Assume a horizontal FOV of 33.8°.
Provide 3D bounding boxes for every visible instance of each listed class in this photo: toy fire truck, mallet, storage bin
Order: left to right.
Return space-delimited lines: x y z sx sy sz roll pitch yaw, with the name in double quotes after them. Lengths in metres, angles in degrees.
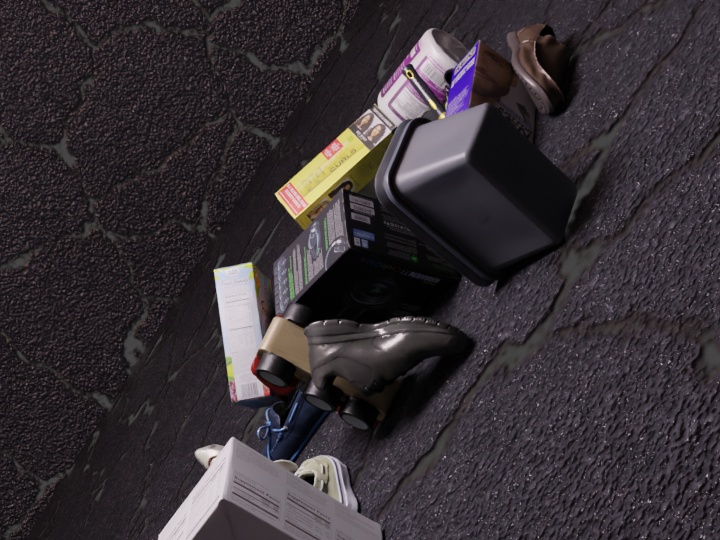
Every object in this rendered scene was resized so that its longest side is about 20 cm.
-0.046 0.130 1.514 0.130 0.174 0.200 -64 2 -23 "toy fire truck"
0.126 -0.216 1.644 0.066 0.202 0.041 -37 -20 26 "mallet"
0.142 -0.097 1.316 0.133 0.199 0.147 -18 40 50 "storage bin"

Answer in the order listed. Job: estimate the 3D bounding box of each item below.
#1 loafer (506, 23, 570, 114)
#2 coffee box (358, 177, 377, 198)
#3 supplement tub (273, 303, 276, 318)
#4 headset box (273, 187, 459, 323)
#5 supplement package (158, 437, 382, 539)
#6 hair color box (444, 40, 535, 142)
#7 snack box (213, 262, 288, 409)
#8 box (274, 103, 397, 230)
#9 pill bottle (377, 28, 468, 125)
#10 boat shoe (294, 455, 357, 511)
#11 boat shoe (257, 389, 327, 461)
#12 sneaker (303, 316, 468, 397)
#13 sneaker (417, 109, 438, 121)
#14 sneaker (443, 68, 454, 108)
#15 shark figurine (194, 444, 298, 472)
0.239 -0.278 1.557 0.070 0.073 0.201 -29 33 16 "loafer"
-0.016 -0.090 1.871 0.201 0.078 0.115 104 -176 -49 "coffee box"
-0.082 0.083 1.824 0.107 0.106 0.201 -52 16 21 "supplement tub"
0.000 0.005 1.542 0.200 0.172 0.094 -43 43 43 "headset box"
-0.097 0.305 1.236 0.156 0.198 0.111 -52 15 20 "supplement package"
0.172 -0.207 1.567 0.065 0.108 0.201 -46 19 35 "hair color box"
-0.166 0.104 1.822 0.169 0.066 0.204 60 -160 -80 "snack box"
-0.027 -0.147 1.730 0.199 0.050 0.075 -42 47 2 "box"
0.098 -0.293 1.979 0.200 0.111 0.113 -49 17 29 "pill bottle"
-0.052 0.263 1.443 0.073 0.062 0.200 -58 15 -2 "boat shoe"
-0.102 0.210 1.703 0.201 0.068 0.084 -55 15 12 "boat shoe"
0.030 0.100 1.376 0.076 0.197 0.093 20 -113 -68 "sneaker"
0.077 -0.148 1.810 0.118 0.073 0.203 -40 29 51 "sneaker"
0.161 -0.283 1.810 0.072 0.082 0.200 -61 15 -15 "sneaker"
-0.103 0.297 1.414 0.126 0.218 0.089 -18 0 15 "shark figurine"
